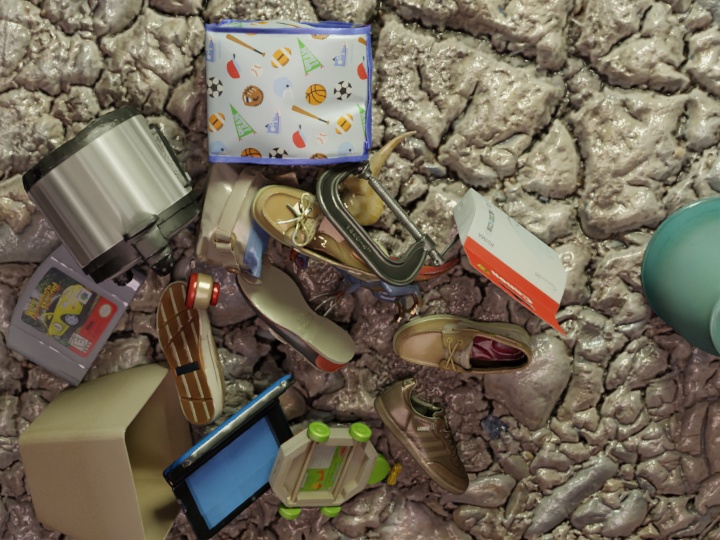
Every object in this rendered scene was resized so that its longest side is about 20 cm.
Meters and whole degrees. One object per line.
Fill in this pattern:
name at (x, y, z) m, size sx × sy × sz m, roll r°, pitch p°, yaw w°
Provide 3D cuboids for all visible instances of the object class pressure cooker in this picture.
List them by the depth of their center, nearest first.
pressure cooker at (-0.297, -0.079, 1.215) m, size 0.177 × 0.176 × 0.201 m, roll -28°, pitch 101°, yaw 30°

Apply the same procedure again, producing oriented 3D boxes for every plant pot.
plant pot at (0.491, 0.027, 1.278) m, size 0.197 × 0.188 × 0.203 m, roll -1°, pitch 111°, yaw -1°
plant pot at (-0.351, 0.255, 1.349) m, size 0.174 × 0.200 × 0.203 m, roll -1°, pitch 112°, yaw 11°

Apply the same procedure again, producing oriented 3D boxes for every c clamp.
c clamp at (0.033, -0.066, 1.237) m, size 0.200 × 0.171 × 0.027 m, roll 45°, pitch 138°, yaw -11°

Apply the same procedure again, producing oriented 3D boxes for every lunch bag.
lunch bag at (-0.083, -0.220, 1.203) m, size 0.197 × 0.124 × 0.173 m, roll 2°, pitch 109°, yaw 5°

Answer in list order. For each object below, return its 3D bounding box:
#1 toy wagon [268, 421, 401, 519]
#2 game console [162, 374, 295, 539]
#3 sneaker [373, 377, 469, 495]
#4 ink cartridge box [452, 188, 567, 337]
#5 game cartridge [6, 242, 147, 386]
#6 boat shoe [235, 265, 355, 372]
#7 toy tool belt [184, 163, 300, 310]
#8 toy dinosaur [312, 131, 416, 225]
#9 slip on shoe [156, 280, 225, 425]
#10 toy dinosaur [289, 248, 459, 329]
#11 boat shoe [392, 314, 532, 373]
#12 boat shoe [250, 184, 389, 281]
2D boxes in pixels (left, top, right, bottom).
toy wagon at (-0.034, 0.289, 1.422) m, size 0.198 × 0.040 × 0.157 m, roll 6°, pitch 119°, yaw -31°
game console at (-0.157, 0.259, 1.341) m, size 0.199 × 0.171 × 0.119 m, roll -37°, pitch 88°, yaw -30°
sneaker at (0.107, 0.241, 1.412) m, size 0.075 × 0.071 × 0.200 m, roll -39°, pitch 108°, yaw 12°
ink cartridge box at (0.199, -0.015, 1.246) m, size 0.159 × 0.200 × 0.047 m, roll 36°, pitch 107°, yaw -14°
game cartridge at (-0.398, 0.051, 1.344) m, size 0.132 × 0.041 × 0.201 m, roll 33°, pitch 107°, yaw -9°
boat shoe at (-0.096, 0.067, 1.343) m, size 0.199 × 0.071 × 0.063 m, roll 40°, pitch 148°, yaw -4°
toy tool belt at (-0.150, -0.040, 1.265) m, size 0.121 × 0.125 × 0.203 m, roll 11°, pitch 91°, yaw -13°
toy dinosaur at (-0.009, -0.109, 1.289) m, size 0.100 × 0.058 × 0.202 m, roll 24°, pitch 89°, yaw -17°
slip on shoe at (-0.229, 0.112, 1.362) m, size 0.075 × 0.061 × 0.203 m, roll -14°, pitch 93°, yaw 17°
toy dinosaur at (0.000, 0.000, 1.335) m, size 0.182 × 0.105 × 0.200 m, roll 45°, pitch 70°, yaw -7°
boat shoe at (0.144, 0.107, 1.363) m, size 0.197 × 0.067 × 0.075 m, roll -1°, pitch 111°, yaw -1°
boat shoe at (-0.043, -0.047, 1.223) m, size 0.198 × 0.063 × 0.074 m, roll 25°, pitch 89°, yaw -18°
